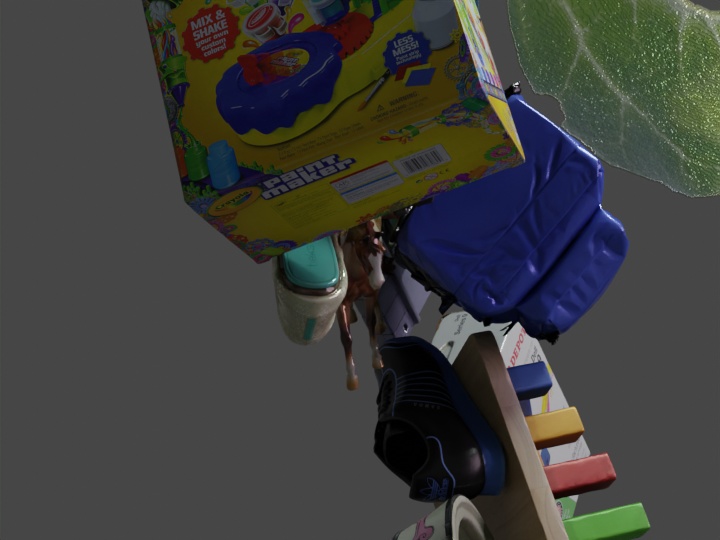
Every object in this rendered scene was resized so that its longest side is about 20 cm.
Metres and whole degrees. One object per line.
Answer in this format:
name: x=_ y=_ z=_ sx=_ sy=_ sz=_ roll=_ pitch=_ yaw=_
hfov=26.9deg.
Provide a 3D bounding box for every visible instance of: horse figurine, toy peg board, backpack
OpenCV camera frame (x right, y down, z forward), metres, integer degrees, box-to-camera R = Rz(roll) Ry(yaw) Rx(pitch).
horse figurine: x=0.000 y=0.000 z=1.163 sx=0.200 sy=0.050 sz=0.133 roll=-85 pitch=170 yaw=-69
toy peg board: x=0.137 y=0.174 z=1.220 sx=0.200 sy=0.097 sz=0.200 roll=114 pitch=-38 yaw=-58
backpack: x=0.118 y=-0.025 z=1.201 sx=0.168 sy=0.162 sz=0.200 roll=45 pitch=-2 yaw=3

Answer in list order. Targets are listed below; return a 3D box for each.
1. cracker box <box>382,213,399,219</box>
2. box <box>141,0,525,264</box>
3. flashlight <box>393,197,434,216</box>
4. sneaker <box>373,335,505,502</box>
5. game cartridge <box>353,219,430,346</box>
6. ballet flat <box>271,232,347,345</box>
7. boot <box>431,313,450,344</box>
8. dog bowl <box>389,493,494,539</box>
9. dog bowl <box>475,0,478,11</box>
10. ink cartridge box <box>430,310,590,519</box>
cracker box: x=0.014 y=-0.160 z=1.241 sx=0.134 sy=0.057 sz=0.201 roll=95 pitch=-7 yaw=-59
box: x=-0.022 y=-0.140 z=0.995 sx=0.122 sy=0.199 sz=0.193 roll=44 pitch=28 yaw=-64
flashlight: x=0.003 y=-0.137 z=1.114 sx=0.068 sy=0.068 sz=0.201 roll=23 pitch=51 yaw=-43
sneaker: x=0.040 y=0.114 z=1.196 sx=0.200 sy=0.078 sz=0.070 roll=-131 pitch=-137 yaw=-55
game cartridge: x=0.043 y=-0.045 z=1.333 sx=0.200 sy=0.038 sz=0.130 roll=-60 pitch=140 yaw=-37
ballet flat: x=-0.044 y=-0.025 z=1.094 sx=0.200 sy=0.067 sz=0.063 roll=-90 pitch=-173 yaw=-50
boot: x=0.123 y=0.139 z=1.587 sx=0.201 sy=0.068 sz=0.188 roll=62 pitch=25 yaw=-12
dog bowl: x=0.068 y=0.265 z=1.060 sx=0.200 sy=0.073 sz=0.201 roll=-21 pitch=90 yaw=-78
dog bowl: x=0.066 y=-0.192 z=1.258 sx=0.112 sy=0.049 sz=0.201 roll=-95 pitch=-175 yaw=-58
ink cartridge box: x=0.132 y=0.153 z=1.412 sx=0.201 sy=0.087 sz=0.146 roll=61 pitch=33 yaw=-26
